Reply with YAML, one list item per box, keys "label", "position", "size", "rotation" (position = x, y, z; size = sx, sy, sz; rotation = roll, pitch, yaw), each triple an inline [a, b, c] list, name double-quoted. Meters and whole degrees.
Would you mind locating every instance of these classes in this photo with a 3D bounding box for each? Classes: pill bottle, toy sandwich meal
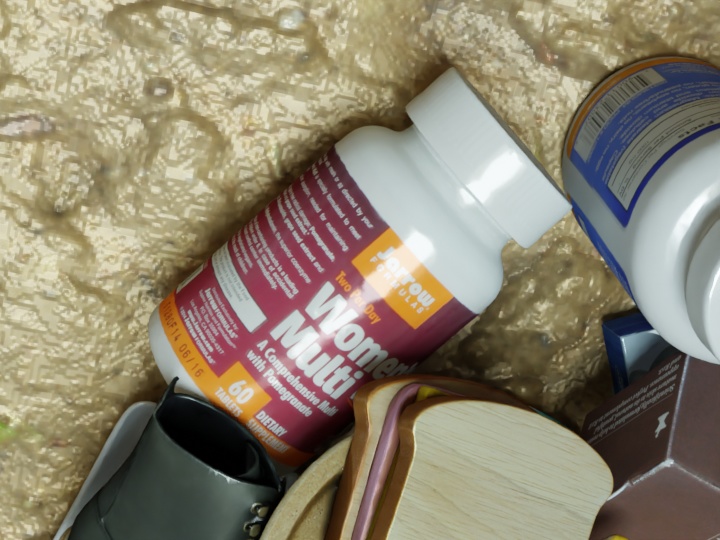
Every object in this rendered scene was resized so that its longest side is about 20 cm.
- label: "pill bottle"
  position: [0.169, -0.024, 0.694]
  size: [0.111, 0.200, 0.113]
  rotation: [-3, 113, -6]
- label: "toy sandwich meal"
  position: [0.042, 0.151, 0.656]
  size: [0.204, 0.070, 0.207]
  rotation: [3, 83, -27]
- label: "pill bottle"
  position: [0.000, 0.000, 0.731]
  size: [0.200, 0.110, 0.110]
  rotation: [-41, 111, 10]

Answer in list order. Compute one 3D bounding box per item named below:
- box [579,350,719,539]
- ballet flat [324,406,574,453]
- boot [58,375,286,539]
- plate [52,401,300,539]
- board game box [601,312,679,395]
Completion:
- label: "box"
  position: [0.211, 0.125, 0.735]
  size: [0.199, 0.075, 0.100]
  rotation: [27, 146, -12]
- label: "ballet flat"
  position: [0.053, 0.103, 0.783]
  size: [0.199, 0.069, 0.070]
  rotation: [16, 113, -49]
- label: "boot"
  position: [-0.044, 0.155, 0.691]
  size: [0.199, 0.078, 0.139]
  rotation: [33, 122, 0]
- label: "plate"
  position: [-0.085, 0.185, 0.836]
  size: [0.199, 0.032, 0.200]
  rotation: [27, 107, -17]
- label: "board game box"
  position: [0.248, 0.102, 0.816]
  size: [0.198, 0.043, 0.201]
  rotation: [-14, 102, -5]
